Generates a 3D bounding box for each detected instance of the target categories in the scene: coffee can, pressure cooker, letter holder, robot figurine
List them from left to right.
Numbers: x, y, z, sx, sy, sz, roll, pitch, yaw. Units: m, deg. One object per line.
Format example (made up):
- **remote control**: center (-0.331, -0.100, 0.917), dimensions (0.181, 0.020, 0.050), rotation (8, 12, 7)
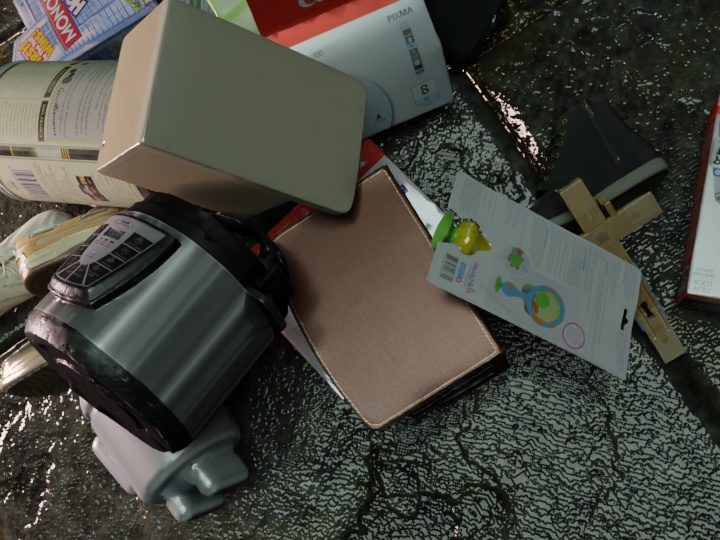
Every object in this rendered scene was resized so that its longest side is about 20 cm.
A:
- **coffee can**: center (-0.255, -0.136, 0.959), dimensions (0.199, 0.146, 0.147), rotation (6, 77, 25)
- **robot figurine**: center (-0.194, 0.143, 0.933), dimensions (0.170, 0.113, 0.200), rotation (-44, 73, 17)
- **pressure cooker**: center (-0.162, 0.031, 0.829), dimensions (0.176, 0.179, 0.200), rotation (40, 69, 0)
- **letter holder**: center (0.022, 0.035, 0.880), dimensions (0.142, 0.101, 0.201), rotation (-32, 73, 2)

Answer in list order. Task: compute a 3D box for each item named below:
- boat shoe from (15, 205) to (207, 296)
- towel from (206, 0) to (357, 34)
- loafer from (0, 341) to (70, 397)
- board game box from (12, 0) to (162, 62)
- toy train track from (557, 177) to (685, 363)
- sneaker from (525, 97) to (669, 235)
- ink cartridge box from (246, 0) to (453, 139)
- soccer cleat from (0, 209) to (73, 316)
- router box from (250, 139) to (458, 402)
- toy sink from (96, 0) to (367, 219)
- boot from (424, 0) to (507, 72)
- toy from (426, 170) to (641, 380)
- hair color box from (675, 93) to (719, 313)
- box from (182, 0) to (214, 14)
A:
- **boat shoe**: center (-0.259, -0.045, 1.002), dimensions (0.199, 0.072, 0.076), rotation (-19, 58, -16)
- **towel**: center (-0.065, -0.302, 0.939), dimensions (0.200, 0.031, 0.150), rotation (-36, 71, 17)
- **loafer**: center (-0.287, 0.060, 0.993), dimensions (0.200, 0.076, 0.068), rotation (-33, 63, 3)
- **board game box**: center (-0.318, -0.280, 1.068), dimensions (0.200, 0.062, 0.200), rotation (-38, 66, 11)
- **toy train track**: center (0.242, -0.001, 0.899), dimensions (0.114, 0.033, 0.200), rotation (-33, 105, 8)
- **sneaker**: center (0.190, -0.085, 0.948), dimensions (0.199, 0.075, 0.106), rotation (-29, 68, -13)
- **ink cartridge box**: center (-0.007, -0.214, 0.917), dimensions (0.159, 0.200, 0.047), rotation (-23, 50, 0)
- **soccer cleat**: center (-0.382, 0.009, 1.017), dimensions (0.200, 0.078, 0.069), rotation (-43, 73, -3)
- **router box**: center (0.000, 0.000, 0.969), dimensions (0.200, 0.049, 0.180), rotation (-44, 73, -3)
- **toy sink**: center (-0.111, -0.125, 0.846), dimensions (0.199, 0.112, 0.131), rotation (16, 73, -31)
- **boot**: center (0.047, -0.255, 0.989), dimensions (0.162, 0.073, 0.199), rotation (23, 103, -24)
- **toy**: center (0.148, 0.010, 0.844), dimensions (0.199, 0.047, 0.116), rotation (28, 59, -16)
- **hair color box**: center (0.373, -0.057, 0.912), dimensions (0.110, 0.064, 0.201), rotation (11, 79, 11)
- **box**: center (-0.133, -0.251, 1.060), dimensions (0.199, 0.041, 0.157), rotation (-5, 75, 9)
